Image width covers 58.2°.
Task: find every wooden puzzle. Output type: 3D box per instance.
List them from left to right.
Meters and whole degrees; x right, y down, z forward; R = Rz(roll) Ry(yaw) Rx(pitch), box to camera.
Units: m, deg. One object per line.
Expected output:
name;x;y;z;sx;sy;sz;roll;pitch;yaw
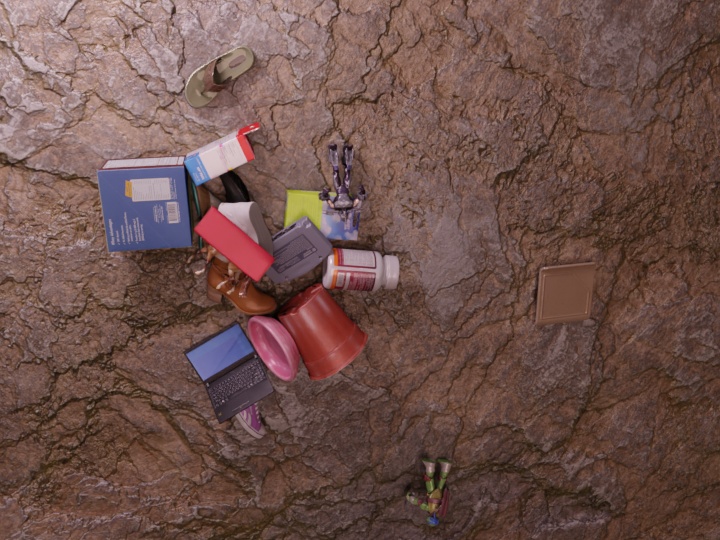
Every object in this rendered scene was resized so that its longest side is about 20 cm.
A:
wooden puzzle;0.619;0.069;1.967;0.181;0.037;0.203;-5;115;-11

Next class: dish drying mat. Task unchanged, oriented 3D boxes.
dish drying mat;-0.306;-0.063;1.579;0.199;0.018;0.077;41;89;-12

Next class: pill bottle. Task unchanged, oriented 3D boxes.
pill bottle;0.000;0.000;1.765;0.196;0.110;0.112;4;109;-13

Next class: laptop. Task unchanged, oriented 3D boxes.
laptop;-0.362;0.280;1.781;0.175;0.201;0.104;-30;147;-3

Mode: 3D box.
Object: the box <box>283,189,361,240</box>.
box;-0.102;-0.147;1.723;0.196;0.048;0.124;2;110;-13

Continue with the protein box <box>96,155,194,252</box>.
protein box;-0.517;-0.165;1.580;0.196;0.135;0.202;-4;111;-10

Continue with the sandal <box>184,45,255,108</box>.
sandal;-0.341;-0.469;1.549;0.200;0.057;0.080;-38;113;3

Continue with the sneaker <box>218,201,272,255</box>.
sneaker;-0.295;-0.088;1.639;0.114;0.074;0.203;5;128;21

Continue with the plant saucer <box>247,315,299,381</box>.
plant saucer;-0.230;0.204;1.758;0.051;0.199;0.203;-34;116;-29

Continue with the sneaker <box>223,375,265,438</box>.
sneaker;-0.306;0.386;1.862;0.113;0.073;0.202;-32;113;-2

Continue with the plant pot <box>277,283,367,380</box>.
plant pot;-0.112;0.156;1.763;0.199;0.201;0.197;-34;105;2

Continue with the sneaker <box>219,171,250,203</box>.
sneaker;-0.319;-0.161;1.661;0.090;0.076;0.202;-23;110;7

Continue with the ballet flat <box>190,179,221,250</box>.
ballet flat;-0.387;-0.140;1.658;0.071;0.068;0.204;-10;114;-19

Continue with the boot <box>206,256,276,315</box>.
boot;-0.306;0.028;1.711;0.197;0.077;0.157;18;127;-4

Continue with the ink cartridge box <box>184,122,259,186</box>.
ink cartridge box;-0.325;-0.288;1.587;0.197;0.116;0.068;-25;112;-1

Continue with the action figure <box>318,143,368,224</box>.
action figure;-0.048;-0.219;1.662;0.128;0.069;0.204;-5;92;-18

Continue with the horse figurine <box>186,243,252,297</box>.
horse figurine;-0.341;-0.023;1.614;0.199;0.050;0.133;39;100;-7

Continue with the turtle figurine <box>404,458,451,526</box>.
turtle figurine;0.221;0.704;2.088;0.141;0.200;0.198;9;88;8

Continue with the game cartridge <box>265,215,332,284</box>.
game cartridge;-0.178;-0.047;1.714;0.198;0.041;0.133;-29;119;20
